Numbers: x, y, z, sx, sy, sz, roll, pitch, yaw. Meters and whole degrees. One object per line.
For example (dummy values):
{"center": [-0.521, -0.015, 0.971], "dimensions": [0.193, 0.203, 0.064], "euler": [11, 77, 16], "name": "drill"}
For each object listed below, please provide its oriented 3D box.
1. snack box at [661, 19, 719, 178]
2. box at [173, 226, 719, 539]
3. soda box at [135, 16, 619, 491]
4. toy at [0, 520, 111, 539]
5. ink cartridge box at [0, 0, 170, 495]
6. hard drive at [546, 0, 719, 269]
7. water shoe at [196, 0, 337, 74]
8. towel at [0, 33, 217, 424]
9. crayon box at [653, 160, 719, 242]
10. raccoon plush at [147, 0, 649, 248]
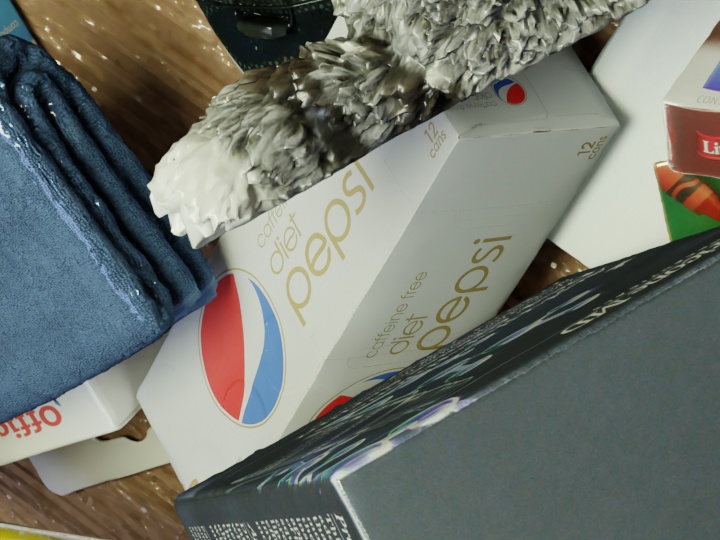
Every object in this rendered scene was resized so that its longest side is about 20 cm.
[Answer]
{"center": [0.183, -0.040, 0.717], "dimensions": [0.199, 0.072, 0.024], "euler": [8, 126, 25], "name": "snack box"}
{"center": [0.052, 0.071, 0.763], "dimensions": [0.108, 0.148, 0.200], "euler": [62, 163, -2], "name": "box"}
{"center": [0.000, 0.000, 0.876], "dimensions": [0.068, 0.063, 0.200], "euler": [60, 139, 30], "name": "soda box"}
{"center": [-0.111, 0.110, 0.954], "dimensions": [0.198, 0.048, 0.115], "euler": [6, 168, -10], "name": "toy"}
{"center": [-0.136, 0.003, 0.971], "dimensions": [0.116, 0.068, 0.201], "euler": [-19, 109, 38], "name": "ink cartridge box"}
{"center": [0.140, -0.053, 0.799], "dimensions": [0.132, 0.027, 0.200], "euler": [35, 131, 6], "name": "hard drive"}
{"center": [-0.046, -0.126, 0.826], "dimensions": [0.071, 0.079, 0.201], "euler": [1, 120, 30], "name": "water shoe"}
{"center": [-0.145, 0.002, 0.898], "dimensions": [0.199, 0.049, 0.112], "euler": [-23, 108, 39], "name": "towel"}
{"center": [0.184, 0.027, 0.781], "dimensions": [0.199, 0.051, 0.128], "euler": [-3, 126, 23], "name": "crayon box"}
{"center": [0.011, -0.112, 0.736], "dimensions": [0.135, 0.199, 0.097], "euler": [61, 154, -5], "name": "raccoon plush"}
